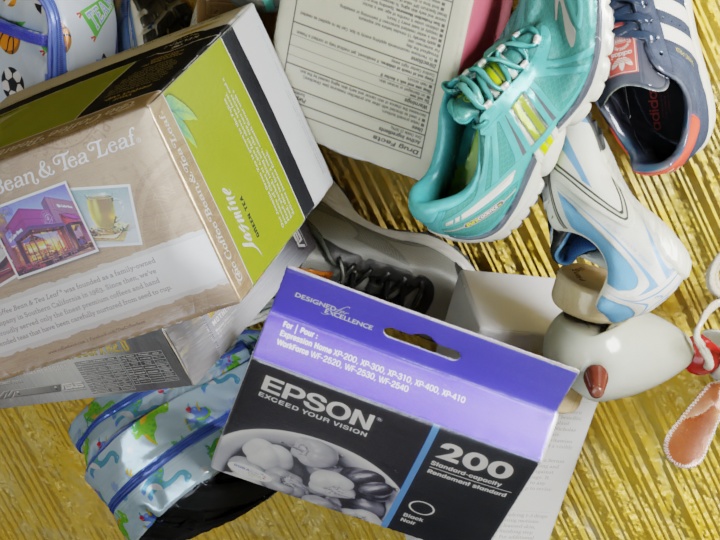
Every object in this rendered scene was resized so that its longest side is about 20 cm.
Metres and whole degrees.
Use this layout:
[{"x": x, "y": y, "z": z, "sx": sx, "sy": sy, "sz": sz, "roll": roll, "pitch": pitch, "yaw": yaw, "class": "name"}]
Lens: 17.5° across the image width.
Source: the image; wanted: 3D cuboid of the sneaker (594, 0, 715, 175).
[{"x": 0.167, "y": -0.152, "z": 1.451, "sx": 0.075, "sy": 0.085, "sz": 0.201, "roll": -14, "pitch": 109, "yaw": 31, "class": "sneaker"}]

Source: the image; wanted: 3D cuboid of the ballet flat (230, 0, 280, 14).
[{"x": -0.092, "y": -0.261, "z": 1.495, "sx": 0.067, "sy": 0.064, "sz": 0.201, "roll": -24, "pitch": 82, "yaw": 3, "class": "ballet flat"}]

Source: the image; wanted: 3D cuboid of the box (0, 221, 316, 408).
[{"x": -0.149, "y": 0.020, "z": 1.559, "sx": 0.199, "sy": 0.159, "sz": 0.049, "roll": -9, "pitch": 119, "yaw": 41, "class": "box"}]

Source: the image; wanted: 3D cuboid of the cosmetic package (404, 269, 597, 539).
[{"x": 0.097, "y": 0.103, "z": 1.606, "sx": 0.101, "sy": 0.071, "sz": 0.201, "roll": 5, "pitch": 124, "yaw": -16, "class": "cosmetic package"}]

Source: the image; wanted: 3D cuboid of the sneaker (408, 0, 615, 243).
[{"x": 0.092, "y": -0.107, "z": 1.432, "sx": 0.077, "sy": 0.079, "sz": 0.201, "roll": 39, "pitch": 113, "yaw": 46, "class": "sneaker"}]

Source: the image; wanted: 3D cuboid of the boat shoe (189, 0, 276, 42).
[{"x": -0.087, "y": -0.139, "z": 1.587, "sx": 0.070, "sy": 0.069, "sz": 0.201, "roll": 11, "pitch": 112, "yaw": -3, "class": "boat shoe"}]

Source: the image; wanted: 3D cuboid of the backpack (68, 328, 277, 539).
[{"x": -0.112, "y": 0.120, "z": 1.661, "sx": 0.163, "sy": 0.200, "sz": 0.154, "roll": -37, "pitch": 96, "yaw": 36, "class": "backpack"}]

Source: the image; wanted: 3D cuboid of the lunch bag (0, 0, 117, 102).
[{"x": -0.252, "y": -0.155, "z": 1.622, "sx": 0.199, "sy": 0.075, "sz": 0.161, "roll": 24, "pitch": 123, "yaw": 38, "class": "lunch bag"}]

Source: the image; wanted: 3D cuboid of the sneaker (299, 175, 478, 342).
[{"x": 0.000, "y": 0.000, "z": 1.615, "sx": 0.199, "sy": 0.079, "sz": 0.074, "roll": 30, "pitch": 124, "yaw": 1, "class": "sneaker"}]

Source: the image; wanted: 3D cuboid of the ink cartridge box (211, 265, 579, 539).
[{"x": 0.018, "y": 0.097, "z": 1.495, "sx": 0.197, "sy": 0.044, "sz": 0.200, "roll": 19, "pitch": 143, "yaw": -2, "class": "ink cartridge box"}]

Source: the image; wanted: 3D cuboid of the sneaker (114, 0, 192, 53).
[{"x": -0.157, "y": -0.107, "z": 1.633, "sx": 0.089, "sy": 0.079, "sz": 0.202, "roll": 7, "pitch": 114, "yaw": 25, "class": "sneaker"}]

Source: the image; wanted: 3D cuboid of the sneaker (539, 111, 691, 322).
[{"x": 0.135, "y": -0.052, "z": 1.473, "sx": 0.072, "sy": 0.201, "sz": 0.072, "roll": -33, "pitch": 143, "yaw": 5, "class": "sneaker"}]

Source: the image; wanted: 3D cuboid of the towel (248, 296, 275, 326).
[{"x": -0.143, "y": 0.042, "z": 1.651, "sx": 0.199, "sy": 0.149, "sz": 0.031, "roll": -17, "pitch": 90, "yaw": 22, "class": "towel"}]

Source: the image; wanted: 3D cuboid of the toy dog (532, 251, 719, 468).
[{"x": 0.197, "y": 0.062, "z": 1.495, "sx": 0.198, "sy": 0.096, "sz": 0.133, "roll": -8, "pitch": 120, "yaw": -7, "class": "toy dog"}]

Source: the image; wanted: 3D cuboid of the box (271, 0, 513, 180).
[{"x": 0.027, "y": -0.179, "z": 1.488, "sx": 0.127, "sy": 0.109, "sz": 0.201, "roll": 21, "pitch": 123, "yaw": 14, "class": "box"}]

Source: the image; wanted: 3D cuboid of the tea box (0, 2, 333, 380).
[{"x": -0.152, "y": -0.048, "z": 1.444, "sx": 0.199, "sy": 0.197, "sz": 0.134, "roll": -18, "pitch": 107, "yaw": 25, "class": "tea box"}]
